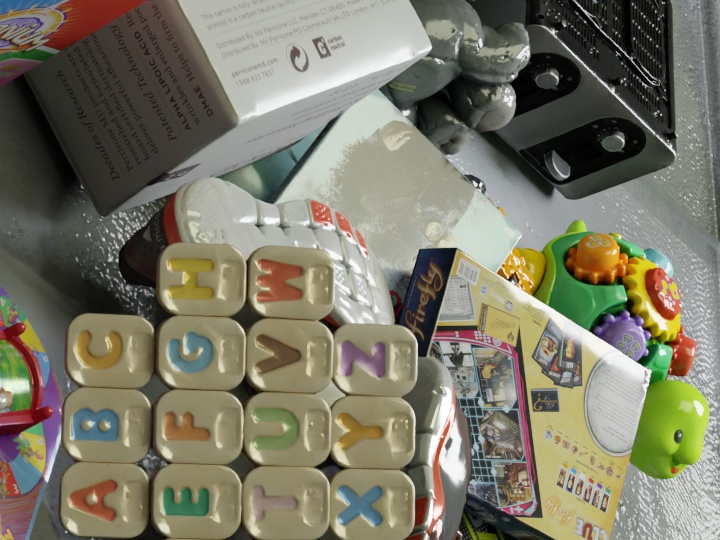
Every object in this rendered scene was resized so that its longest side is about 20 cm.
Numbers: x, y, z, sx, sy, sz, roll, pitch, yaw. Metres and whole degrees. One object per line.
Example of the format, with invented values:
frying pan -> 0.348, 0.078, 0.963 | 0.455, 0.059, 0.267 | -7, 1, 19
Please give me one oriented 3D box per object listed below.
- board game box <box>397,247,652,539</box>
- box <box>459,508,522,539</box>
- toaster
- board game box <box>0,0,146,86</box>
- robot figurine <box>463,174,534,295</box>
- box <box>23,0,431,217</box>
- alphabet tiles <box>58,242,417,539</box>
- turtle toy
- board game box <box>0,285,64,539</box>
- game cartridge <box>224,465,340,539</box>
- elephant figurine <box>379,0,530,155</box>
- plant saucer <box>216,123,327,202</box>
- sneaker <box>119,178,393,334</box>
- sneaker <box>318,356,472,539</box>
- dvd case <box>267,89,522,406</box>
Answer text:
board game box -> 0.094, 0.087, 1.803 | 0.200, 0.035, 0.136 | 32, 67, -40
box -> 0.072, 0.200, 1.813 | 0.193, 0.047, 0.201 | -21, 86, -56
toaster -> 0.142, -0.178, 2.134 | 0.181, 0.118, 0.201 | 40, 38, -36
board game box -> -0.197, -0.134, 1.495 | 0.153, 0.200, 0.040 | -10, 76, -58
robot figurine -> 0.054, 0.020, 1.901 | 0.145, 0.058, 0.200 | 66, 29, -14
box -> -0.098, -0.165, 1.704 | 0.199, 0.131, 0.201 | -25, 85, -50
alphabet tiles -> -0.064, 0.085, 1.571 | 0.195, 0.015, 0.201 | 3, 83, -12
turtle toy -> 0.182, 0.054, 2.039 | 0.146, 0.101, 0.201 | 12, 58, -53
board game box -> -0.202, 0.061, 1.498 | 0.158, 0.039, 0.200 | 47, 35, -27
game cartridge -> -0.030, 0.199, 1.632 | 0.133, 0.041, 0.200 | 51, 39, -9
elephant figurine -> 0.026, -0.184, 1.980 | 0.141, 0.155, 0.201 | -7, 53, -14
plant saucer -> -0.047, -0.073, 1.846 | 0.200, 0.036, 0.201 | 37, 39, -38
sneaker -> -0.062, 0.002, 1.687 | 0.200, 0.082, 0.077 | 26, 47, -45
sneaker -> 0.032, 0.146, 1.651 | 0.082, 0.077, 0.201 | 49, 45, -38
dvd case -> 0.000, 0.000, 1.781 | 0.146, 0.022, 0.200 | 45, 59, -13
